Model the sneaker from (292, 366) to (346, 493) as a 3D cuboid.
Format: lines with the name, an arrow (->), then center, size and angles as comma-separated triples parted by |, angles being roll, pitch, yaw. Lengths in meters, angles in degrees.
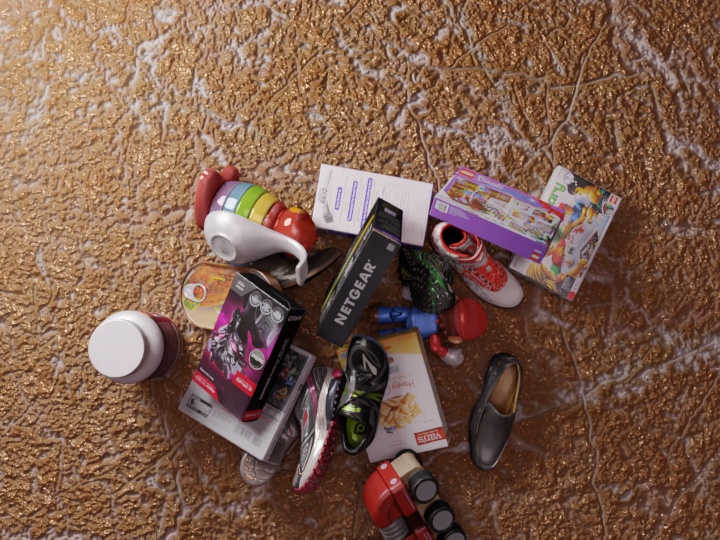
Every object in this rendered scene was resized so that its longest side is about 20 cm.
sneaker -> -0.076, 0.255, 1.194 | 0.073, 0.081, 0.203 | 7, 68, 13

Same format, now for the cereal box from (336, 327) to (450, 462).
cereal box -> 0.056, 0.209, 1.234 | 0.142, 0.040, 0.203 | -16, 96, 16

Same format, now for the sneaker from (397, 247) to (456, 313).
sneaker -> 0.121, 0.008, 1.210 | 0.084, 0.200, 0.079 | -1, 112, -10

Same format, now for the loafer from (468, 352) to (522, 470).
loafer -> 0.229, 0.240, 1.252 | 0.072, 0.072, 0.204 | 10, 86, -1

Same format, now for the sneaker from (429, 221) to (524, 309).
sneaker -> 0.200, -0.007, 1.251 | 0.201, 0.108, 0.067 | 42, 87, 2

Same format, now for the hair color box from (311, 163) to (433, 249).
hair color box -> 0.019, -0.109, 1.280 | 0.196, 0.065, 0.111 | 11, 86, -1

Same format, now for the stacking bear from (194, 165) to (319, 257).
stacking bear -> -0.165, -0.086, 1.235 | 0.197, 0.121, 0.115 | 22, 107, 13

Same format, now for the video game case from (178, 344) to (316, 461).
video game case -> -0.190, 0.188, 1.226 | 0.198, 0.023, 0.184 | 21, 81, 31

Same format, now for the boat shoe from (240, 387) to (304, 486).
boat shoe -> -0.136, 0.270, 1.247 | 0.075, 0.072, 0.201 | 36, 67, 5

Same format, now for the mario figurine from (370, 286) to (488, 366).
mario figurine -> 0.120, 0.094, 1.273 | 0.196, 0.107, 0.125 | -4, 122, 9

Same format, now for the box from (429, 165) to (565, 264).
box -> 0.229, -0.096, 1.230 | 0.198, 0.137, 0.040 | 26, 128, 14

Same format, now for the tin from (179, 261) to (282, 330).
tin -> -0.216, 0.048, 1.240 | 0.197, 0.042, 0.114 | 9, 90, 27

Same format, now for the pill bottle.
pill bottle -> -0.361, 0.122, 1.191 | 0.111, 0.200, 0.115 | 0, 86, -1

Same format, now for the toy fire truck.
toy fire truck -> 0.043, 0.410, 1.206 | 0.198, 0.129, 0.178 | -32, 112, -8

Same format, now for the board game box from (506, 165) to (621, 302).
board game box -> 0.355, -0.064, 1.294 | 0.125, 0.035, 0.202 | 27, 86, 2

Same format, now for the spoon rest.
spoon rest -> -0.164, -0.037, 1.177 | 0.198, 0.100, 0.061 | 21, 45, 20

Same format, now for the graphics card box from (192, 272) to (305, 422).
graphics card box -> -0.178, 0.120, 1.169 | 0.125, 0.051, 0.202 | 32, 103, 29

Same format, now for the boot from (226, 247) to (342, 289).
boot -> -0.133, -0.013, 1.264 | 0.198, 0.075, 0.098 | -29, 87, 2

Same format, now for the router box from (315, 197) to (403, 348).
router box -> 0.000, 0.000, 1.188 | 0.052, 0.158, 0.202 | 26, 113, -7

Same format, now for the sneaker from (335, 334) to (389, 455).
sneaker -> 0.003, 0.202, 1.182 | 0.070, 0.083, 0.203 | 8, 103, 12
